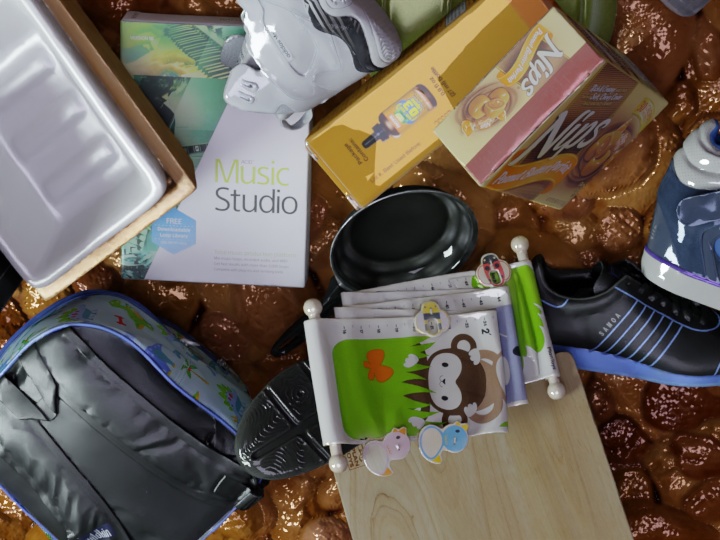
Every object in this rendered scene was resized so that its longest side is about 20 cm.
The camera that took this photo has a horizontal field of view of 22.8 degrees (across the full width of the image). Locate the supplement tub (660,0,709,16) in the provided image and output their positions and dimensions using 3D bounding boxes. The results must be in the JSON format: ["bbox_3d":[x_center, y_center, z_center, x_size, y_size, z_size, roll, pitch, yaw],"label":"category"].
[{"bbox_3d":[0.250,-0.283,1.215,0.122,0.123,0.200,42,105,-11],"label":"supplement tub"}]

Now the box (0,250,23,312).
[{"bbox_3d":[-0.317,-0.018,1.280,0.079,0.200,0.141,-37,102,13],"label":"box"}]

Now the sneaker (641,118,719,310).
[{"bbox_3d":[0.316,-0.036,1.314,0.198,0.081,0.148,17,110,-1],"label":"sneaker"}]

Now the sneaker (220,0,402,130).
[{"bbox_3d":[-0.073,-0.182,1.232,0.115,0.075,0.200,-41,119,18],"label":"sneaker"}]

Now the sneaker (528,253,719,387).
[{"bbox_3d":[0.215,0.035,1.347,0.198,0.070,0.079,5,115,1],"label":"sneaker"}]

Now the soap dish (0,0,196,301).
[{"bbox_3d":[-0.226,-0.102,1.289,0.157,0.081,0.201,-34,95,23],"label":"soap dish"}]

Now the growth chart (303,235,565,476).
[{"bbox_3d":[0.053,0.064,1.292,0.198,0.018,0.146,-14,76,-18],"label":"growth chart"}]

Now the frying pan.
[{"bbox_3d":[0.016,0.002,1.357,0.114,0.031,0.191,9,134,-27],"label":"frying pan"}]

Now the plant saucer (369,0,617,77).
[{"bbox_3d":[0.089,-0.194,1.298,0.198,0.031,0.202,0,108,1],"label":"plant saucer"}]

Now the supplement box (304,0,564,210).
[{"bbox_3d":[0.055,-0.133,1.270,0.200,0.069,0.067,-38,102,12],"label":"supplement box"}]

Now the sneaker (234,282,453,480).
[{"bbox_3d":[-0.020,0.096,1.333,0.200,0.115,0.076,-38,86,-25],"label":"sneaker"}]

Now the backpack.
[{"bbox_3d":[-0.186,0.117,1.347,0.183,0.147,0.200,-42,106,15],"label":"backpack"}]

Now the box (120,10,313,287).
[{"bbox_3d":[-0.107,-0.089,1.336,0.143,0.036,0.202,2,107,1],"label":"box"}]

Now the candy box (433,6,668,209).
[{"bbox_3d":[0.136,-0.107,1.236,0.115,0.200,0.055,-46,72,13],"label":"candy box"}]

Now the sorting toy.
[{"bbox_3d":[0.098,0.190,1.336,0.197,0.070,0.202,-19,75,8],"label":"sorting toy"}]
